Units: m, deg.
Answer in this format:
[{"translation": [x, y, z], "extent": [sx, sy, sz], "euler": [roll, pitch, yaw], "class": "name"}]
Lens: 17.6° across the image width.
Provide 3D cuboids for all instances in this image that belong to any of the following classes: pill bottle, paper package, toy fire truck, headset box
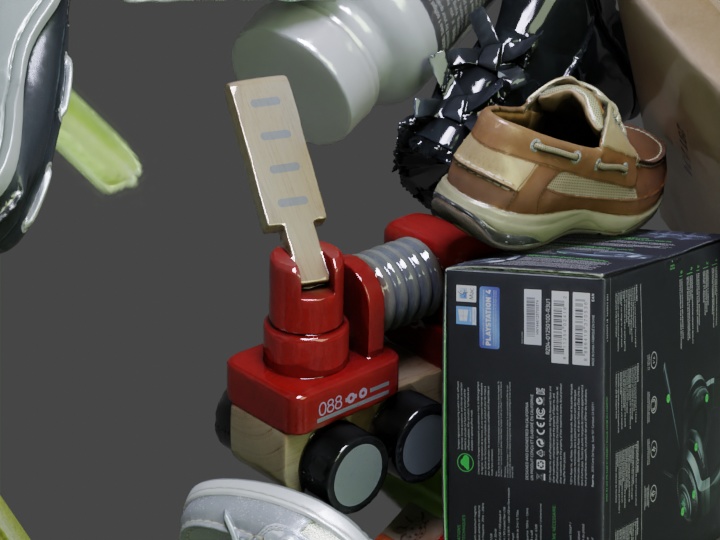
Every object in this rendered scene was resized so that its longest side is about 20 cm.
[{"translation": [0.015, -0.165, 1.319], "extent": [0.111, 0.110, 0.200], "euler": [51, 56, -18], "class": "pill bottle"}, {"translation": [0.233, -0.076, 1.305], "extent": [0.103, 0.191, 0.201], "euler": [-22, 130, -6], "class": "paper package"}, {"translation": [0.000, 0.000, 1.252], "extent": [0.175, 0.128, 0.202], "euler": [-20, 122, -37], "class": "toy fire truck"}, {"translation": [0.128, 0.072, 1.244], "extent": [0.200, 0.092, 0.176], "euler": [-16, 107, -60], "class": "headset box"}]

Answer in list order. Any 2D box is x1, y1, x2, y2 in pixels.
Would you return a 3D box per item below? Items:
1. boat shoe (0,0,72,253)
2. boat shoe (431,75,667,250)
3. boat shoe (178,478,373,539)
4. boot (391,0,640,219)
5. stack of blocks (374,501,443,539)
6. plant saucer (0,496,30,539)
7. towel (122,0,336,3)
[{"translation": [-0.185, -0.103, 1.191], "extent": [0.060, 0.075, 0.201], "euler": [68, 29, -56], "class": "boat shoe"}, {"translation": [0.115, -0.063, 1.252], "extent": [0.199, 0.075, 0.074], "euler": [-18, 130, -57], "class": "boat shoe"}, {"translation": [-0.015, 0.175, 1.198], "extent": [0.201, 0.075, 0.065], "euler": [30, 52, 16], "class": "boat shoe"}, {"translation": [0.095, -0.089, 1.348], "extent": [0.163, 0.073, 0.199], "euler": [-60, 154, -15], "class": "boot"}, {"translation": [0.015, 0.230, 1.235], "extent": [0.200, 0.115, 0.059], "euler": [-45, 150, -33], "class": "stack of blocks"}, {"translation": [-0.232, 0.162, 1.098], "extent": [0.200, 0.048, 0.201], "euler": [-45, 114, -34], "class": "plant saucer"}, {"translation": [-0.099, -0.226, 1.237], "extent": [0.148, 0.031, 0.201], "euler": [-4, 57, -34], "class": "towel"}]
